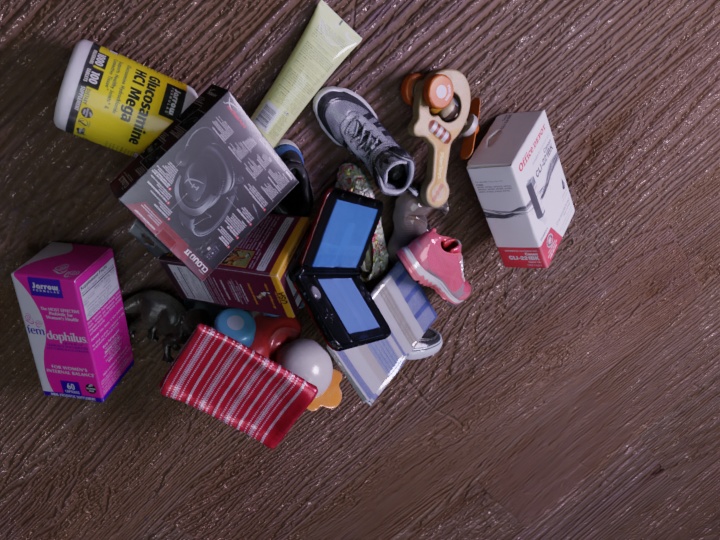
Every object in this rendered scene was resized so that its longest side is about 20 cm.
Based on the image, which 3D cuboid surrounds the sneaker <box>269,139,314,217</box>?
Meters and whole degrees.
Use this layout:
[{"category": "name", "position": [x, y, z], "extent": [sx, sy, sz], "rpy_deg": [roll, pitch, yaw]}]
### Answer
[{"category": "sneaker", "position": [-0.122, -0.079, 0.932], "extent": [0.075, 0.112, 0.205], "rpy_deg": [9, 114, -21]}]

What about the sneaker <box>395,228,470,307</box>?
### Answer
[{"category": "sneaker", "position": [0.142, -0.006, 1.021], "extent": [0.087, 0.075, 0.198], "rpy_deg": [-43, 142, 15]}]

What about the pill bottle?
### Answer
[{"category": "pill bottle", "position": [-0.280, -0.202, 0.817], "extent": [0.196, 0.113, 0.114], "rpy_deg": [19, 111, -25]}]

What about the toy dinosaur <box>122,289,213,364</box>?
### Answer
[{"category": "toy dinosaur", "position": [-0.306, 0.075, 0.987], "extent": [0.197, 0.077, 0.104], "rpy_deg": [32, 106, 5]}]

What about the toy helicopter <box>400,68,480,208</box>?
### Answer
[{"category": "toy helicopter", "position": [0.128, -0.198, 0.957], "extent": [0.129, 0.078, 0.207], "rpy_deg": [-4, 107, -29]}]

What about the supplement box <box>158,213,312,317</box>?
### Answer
[{"category": "supplement box", "position": [-0.166, -0.015, 0.890], "extent": [0.194, 0.112, 0.087], "rpy_deg": [7, 139, 23]}]

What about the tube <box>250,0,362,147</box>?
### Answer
[{"category": "tube", "position": [-0.084, -0.267, 0.886], "extent": [0.202, 0.052, 0.058], "rpy_deg": [-53, 152, 10]}]

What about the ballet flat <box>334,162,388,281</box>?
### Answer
[{"category": "ballet flat", "position": [-0.001, -0.067, 0.996], "extent": [0.064, 0.074, 0.204], "rpy_deg": [-47, 130, -38]}]

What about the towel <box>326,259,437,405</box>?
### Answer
[{"category": "towel", "position": [0.038, 0.099, 1.023], "extent": [0.201, 0.024, 0.148], "rpy_deg": [-49, 125, -22]}]

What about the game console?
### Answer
[{"category": "game console", "position": [0.000, 0.000, 0.874], "extent": [0.118, 0.175, 0.199], "rpy_deg": [-37, 166, 19]}]

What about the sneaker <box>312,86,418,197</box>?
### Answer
[{"category": "sneaker", "position": [0.016, -0.184, 0.919], "extent": [0.076, 0.114, 0.199], "rpy_deg": [-45, 121, 10]}]

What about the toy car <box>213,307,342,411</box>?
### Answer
[{"category": "toy car", "position": [-0.118, 0.149, 0.959], "extent": [0.177, 0.198, 0.187], "rpy_deg": [-43, 162, -41]}]

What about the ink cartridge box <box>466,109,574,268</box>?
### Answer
[{"category": "ink cartridge box", "position": [0.260, -0.128, 1.006], "extent": [0.145, 0.082, 0.202], "rpy_deg": [-53, 128, -32]}]

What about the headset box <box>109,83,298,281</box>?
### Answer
[{"category": "headset box", "position": [-0.198, -0.101, 0.785], "extent": [0.200, 0.077, 0.149], "rpy_deg": [-46, 125, -7]}]

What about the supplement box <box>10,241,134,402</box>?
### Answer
[{"category": "supplement box", "position": [-0.409, 0.074, 0.913], "extent": [0.098, 0.104, 0.206], "rpy_deg": [5, 117, 9]}]

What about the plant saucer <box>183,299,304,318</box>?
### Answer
[{"category": "plant saucer", "position": [-0.188, 0.038, 1.029], "extent": [0.194, 0.019, 0.072], "rpy_deg": [-7, 118, -15]}]

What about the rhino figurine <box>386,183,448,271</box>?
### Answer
[{"category": "rhino figurine", "position": [0.086, -0.052, 1.044], "extent": [0.085, 0.060, 0.205], "rpy_deg": [-6, 126, -20]}]

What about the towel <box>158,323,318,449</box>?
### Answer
[{"category": "towel", "position": [-0.173, 0.170, 0.896], "extent": [0.197, 0.023, 0.145], "rpy_deg": [31, 119, -17]}]

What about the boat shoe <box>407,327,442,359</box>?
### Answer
[{"category": "boat shoe", "position": [0.060, 0.105, 1.110], "extent": [0.194, 0.073, 0.073], "rpy_deg": [6, 120, -18]}]
